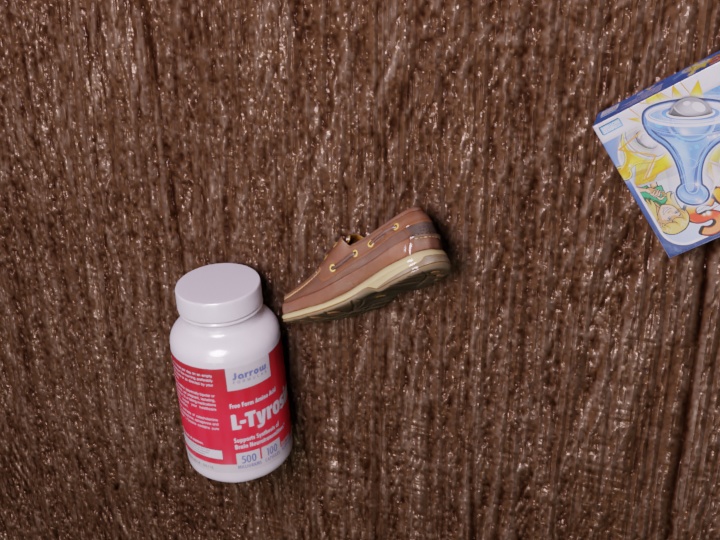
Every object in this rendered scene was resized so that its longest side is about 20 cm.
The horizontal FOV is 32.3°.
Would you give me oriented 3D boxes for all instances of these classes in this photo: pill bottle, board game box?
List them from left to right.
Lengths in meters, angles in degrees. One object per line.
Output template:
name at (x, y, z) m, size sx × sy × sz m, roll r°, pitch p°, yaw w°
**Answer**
pill bottle at (-0.131, 0.101, 1.247) m, size 0.111 × 0.112 × 0.202 m, roll 6°, pitch 120°, yaw 19°
board game box at (0.307, -0.109, 1.003) m, size 0.199 × 0.035 × 0.136 m, roll -27°, pitch 105°, yaw 31°

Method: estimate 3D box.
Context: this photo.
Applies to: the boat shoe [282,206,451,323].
boat shoe at (0.000, 0.000, 1.175) m, size 0.199 × 0.072 × 0.068 m, roll -25°, pitch 73°, yaw 39°
